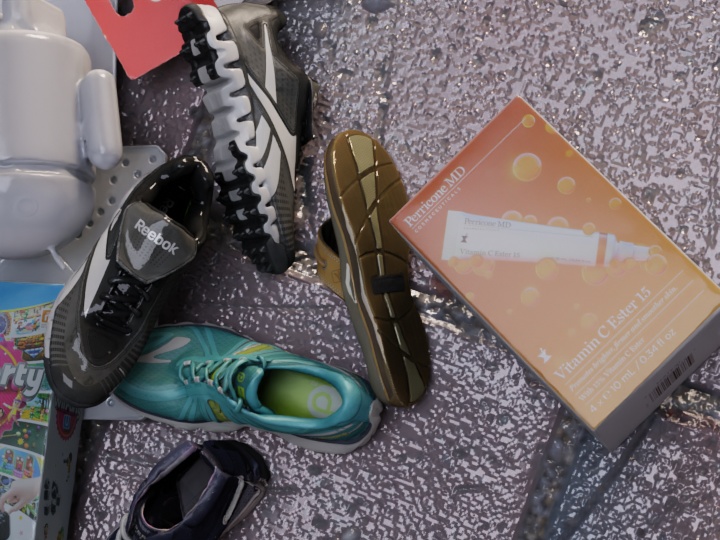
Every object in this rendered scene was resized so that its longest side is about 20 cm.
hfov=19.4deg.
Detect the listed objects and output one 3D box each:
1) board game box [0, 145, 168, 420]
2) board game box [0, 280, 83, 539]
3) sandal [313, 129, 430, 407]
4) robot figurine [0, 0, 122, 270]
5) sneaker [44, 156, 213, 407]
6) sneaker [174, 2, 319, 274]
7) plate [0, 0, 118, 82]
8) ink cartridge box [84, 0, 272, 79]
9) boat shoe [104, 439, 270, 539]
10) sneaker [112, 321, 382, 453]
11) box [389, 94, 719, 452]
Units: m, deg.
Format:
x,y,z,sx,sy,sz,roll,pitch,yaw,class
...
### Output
x,y,z,sx,sy,sz,roll,pitch,yaw,class
-0.237,0.010,1.552,0.199,0.026,0.201,-1,80,16,board game box
-0.275,0.108,1.499,0.147,0.064,0.201,3,80,17,board game box
0.000,0.000,1.468,0.054,0.080,0.201,-17,79,35,sandal
-0.245,-0.094,1.494,0.169,0.113,0.201,-9,77,25,robot figurine
-0.154,-0.001,1.434,0.066,0.090,0.200,31,61,-10,sneaker
-0.063,-0.100,1.498,0.090,0.066,0.201,-17,94,-25,sneaker
-0.269,-0.197,1.596,0.199,0.032,0.200,-1,79,16,plate
-0.120,-0.257,1.535,0.200,0.050,0.161,-29,73,-7,ink cartridge box
-0.153,0.194,1.458,0.075,0.093,0.200,40,92,19,boat shoe
-0.083,0.075,1.460,0.199,0.080,0.078,8,80,12,sneaker
0.136,0.003,1.404,0.124,0.097,0.200,-45,71,0,box
